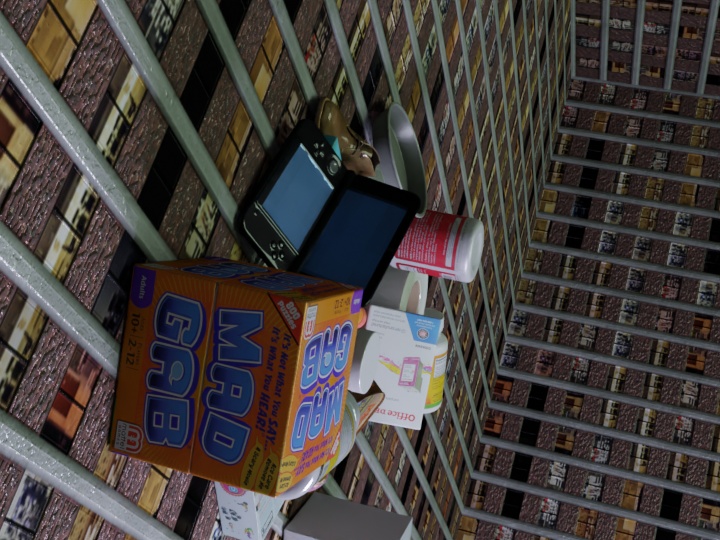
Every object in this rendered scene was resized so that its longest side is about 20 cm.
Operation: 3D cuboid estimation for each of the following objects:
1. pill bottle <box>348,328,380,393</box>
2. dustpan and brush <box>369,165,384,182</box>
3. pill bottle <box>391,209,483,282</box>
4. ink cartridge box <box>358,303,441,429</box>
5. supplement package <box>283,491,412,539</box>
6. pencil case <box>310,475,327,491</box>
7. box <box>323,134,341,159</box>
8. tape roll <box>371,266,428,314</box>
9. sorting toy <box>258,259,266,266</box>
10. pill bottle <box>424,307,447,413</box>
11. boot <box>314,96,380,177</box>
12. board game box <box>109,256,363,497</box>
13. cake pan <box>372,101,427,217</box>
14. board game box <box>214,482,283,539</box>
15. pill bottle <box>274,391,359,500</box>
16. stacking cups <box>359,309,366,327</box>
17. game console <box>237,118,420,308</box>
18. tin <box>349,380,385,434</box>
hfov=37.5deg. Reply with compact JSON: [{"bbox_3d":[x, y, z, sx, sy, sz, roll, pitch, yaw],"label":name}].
[{"bbox_3d":[-0.079,0.094,1.329,0.112,0.196,0.115,11,90,-74],"label":"pill bottle"},{"bbox_3d":[0.008,-0.100,1.666,0.200,0.056,0.142,-143,-114,-66],"label":"dustpan and brush"},{"bbox_3d":[0.112,-0.052,1.879,0.112,0.196,0.115,11,90,-74],"label":"pill bottle"},{"bbox_3d":[0.050,0.170,1.882,0.084,0.142,0.204,-170,-88,-72],"label":"ink cartridge box"},{"bbox_3d":[-0.027,0.514,1.785,0.147,0.188,0.204,-38,137,-66],"label":"supplement package"},{"bbox_3d":[-0.092,0.241,1.588,0.083,0.085,0.203,-93,-178,-54],"label":"pencil case"},{"bbox_3d":[-0.055,-0.100,1.553,0.202,0.048,0.083,79,28,-52],"label":"box"},{"bbox_3d":[0.069,0.066,2.034,0.202,0.070,0.207,11,90,-74],"label":"tape roll"},{"bbox_3d":[-0.080,0.010,1.473,0.180,0.105,0.203,43,65,-53],"label":"sorting toy"},{"bbox_3d":[0.126,0.187,2.227,0.111,0.109,0.204,-41,139,-64],"label":"pill bottle"},{"bbox_3d":[-0.019,-0.195,1.573,0.200,0.074,0.075,55,50,-66],"label":"boot"},{"bbox_3d":[-0.131,0.105,1.168,0.199,0.196,0.204,-11,111,-73],"label":"board game box"},{"bbox_3d":[0.067,-0.186,1.816,0.200,0.036,0.204,-13,90,-72],"label":"cake pan"},{"bbox_3d":[-0.142,0.251,1.457,0.148,0.063,0.203,-60,155,-48],"label":"board game box"},{"bbox_3d":[-0.070,0.213,1.376,0.200,0.110,0.114,-25,124,-69],"label":"pill bottle"},{"bbox_3d":[-0.030,0.069,1.735,0.200,0.059,0.062,46,57,-73],"label":"stacking cups"},{"bbox_3d":[-0.037,-0.078,1.380,0.171,0.117,0.202,52,52,-34],"label":"game console"},{"bbox_3d":[-0.032,0.241,1.691,0.111,0.042,0.201,-12,148,-40],"label":"tin"}]
